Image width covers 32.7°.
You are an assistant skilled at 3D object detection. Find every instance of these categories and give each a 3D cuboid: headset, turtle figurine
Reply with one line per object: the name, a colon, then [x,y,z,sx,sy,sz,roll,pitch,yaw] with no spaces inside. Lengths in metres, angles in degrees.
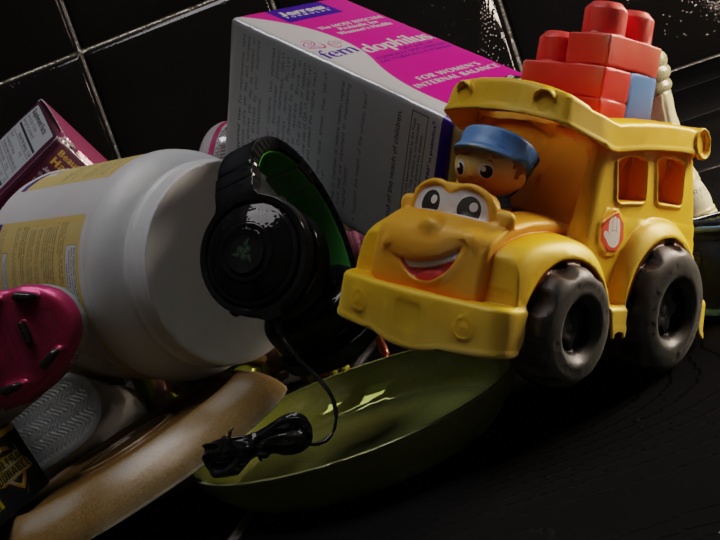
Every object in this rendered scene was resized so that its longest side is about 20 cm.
headset: [-0.048,0.018,0.685,0.093,0.124,0.201,-24,45,19]
turtle figurine: [-0.088,0.058,0.911,0.161,0.065,0.200,-32,51,-29]

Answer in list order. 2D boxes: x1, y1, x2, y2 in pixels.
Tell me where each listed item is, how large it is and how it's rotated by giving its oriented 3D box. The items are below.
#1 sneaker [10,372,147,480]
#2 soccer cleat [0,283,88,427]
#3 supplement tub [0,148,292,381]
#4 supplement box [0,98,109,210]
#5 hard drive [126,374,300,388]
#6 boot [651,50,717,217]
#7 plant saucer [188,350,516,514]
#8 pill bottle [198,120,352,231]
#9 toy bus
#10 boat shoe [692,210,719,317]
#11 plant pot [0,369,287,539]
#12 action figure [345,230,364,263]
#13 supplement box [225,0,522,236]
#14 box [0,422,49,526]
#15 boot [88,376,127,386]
sneaker: [-0.240,0.141,0.856,0.199,0.074,0.116,-29,-13,7]
soccer cleat: [-0.239,0.069,0.759,0.199,0.070,0.086,-33,-10,15]
supplement tub: [-0.143,-0.002,0.804,0.145,0.147,0.199,-26,16,-39]
supplement box: [-0.266,-0.010,0.953,0.200,0.131,0.103,-44,34,0]
hard drive: [-0.106,0.084,1.008,0.199,0.027,0.132,-20,8,4]
boot: [0.206,-0.098,1.007,0.072,0.157,0.200,-21,8,-15]
plant saucer: [0.000,0.090,0.697,0.199,0.031,0.200,-20,7,3]
pill bottle: [-0.021,-0.077,0.990,0.198,0.114,0.113,-5,13,22]
toy bus: [0.098,-0.046,0.648,0.135,0.194,0.199,16,14,42]
boat shoe: [0.269,-0.035,0.747,0.199,0.069,0.084,-24,9,-29]
plant pot: [-0.135,0.113,0.736,0.199,0.028,0.200,-32,5,3]
action figure: [0.000,0.000,0.876,0.199,0.150,0.134,-23,14,3]
supplement box: [0.014,-0.092,0.783,0.101,0.104,0.199,-22,39,-40]
box: [-0.278,0.168,0.663,0.159,0.050,0.200,-30,5,15]
boot: [-0.252,0.064,1.052,0.203,0.073,0.154,-27,33,34]
